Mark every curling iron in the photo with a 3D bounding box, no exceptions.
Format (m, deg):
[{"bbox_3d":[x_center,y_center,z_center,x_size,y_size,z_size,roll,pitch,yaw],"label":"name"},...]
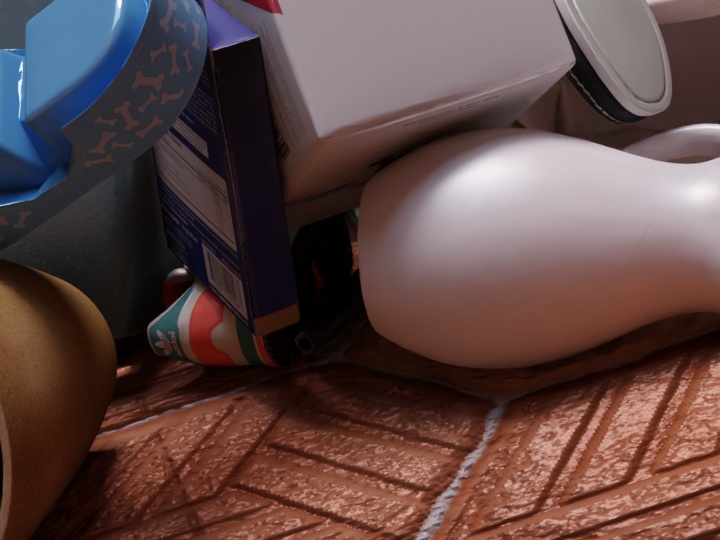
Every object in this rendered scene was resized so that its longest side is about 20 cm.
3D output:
[{"bbox_3d":[0.000,0.000,1.210,0.049,0.026,0.200,26,34,5],"label":"curling iron"}]

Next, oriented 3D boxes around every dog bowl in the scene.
[{"bbox_3d":[-0.152,-0.080,0.991,0.200,0.050,0.112,-32,46,29],"label":"dog bowl"}]

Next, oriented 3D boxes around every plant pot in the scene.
[{"bbox_3d":[-0.193,-0.052,1.214,0.195,0.201,0.196,-6,1,10],"label":"plant pot"},{"bbox_3d":[-0.207,0.063,1.025,0.186,0.187,0.200,-9,8,21],"label":"plant pot"}]

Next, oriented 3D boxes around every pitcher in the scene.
[{"bbox_3d":[0.108,-0.025,1.058,0.199,0.122,0.172,-3,27,13],"label":"pitcher"}]

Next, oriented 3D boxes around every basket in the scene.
[{"bbox_3d":[0.174,-0.106,1.203,0.199,0.136,0.123,-10,18,15],"label":"basket"}]

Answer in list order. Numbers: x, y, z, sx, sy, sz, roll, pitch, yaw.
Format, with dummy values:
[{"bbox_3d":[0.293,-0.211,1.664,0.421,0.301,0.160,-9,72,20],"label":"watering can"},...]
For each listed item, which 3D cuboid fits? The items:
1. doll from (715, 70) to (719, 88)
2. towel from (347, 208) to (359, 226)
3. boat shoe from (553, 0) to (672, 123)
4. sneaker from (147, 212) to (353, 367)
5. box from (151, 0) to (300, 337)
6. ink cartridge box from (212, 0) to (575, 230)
[{"bbox_3d":[0.179,-0.131,1.334,0.136,0.049,0.200,-34,31,-32],"label":"doll"},{"bbox_3d":[0.082,-0.080,1.375,0.199,0.023,0.153,-18,20,-5],"label":"towel"},{"bbox_3d":[0.101,-0.157,1.117,0.075,0.200,0.060,0,-31,-45],"label":"boat shoe"},{"bbox_3d":[-0.066,-0.003,1.212,0.093,0.071,0.200,-5,25,15],"label":"sneaker"},{"bbox_3d":[-0.081,-0.078,1.075,0.032,0.200,0.121,-21,34,-20],"label":"box"},{"bbox_3d":[-0.003,-0.123,1.097,0.144,0.146,0.200,-19,-7,-18],"label":"ink cartridge box"}]
